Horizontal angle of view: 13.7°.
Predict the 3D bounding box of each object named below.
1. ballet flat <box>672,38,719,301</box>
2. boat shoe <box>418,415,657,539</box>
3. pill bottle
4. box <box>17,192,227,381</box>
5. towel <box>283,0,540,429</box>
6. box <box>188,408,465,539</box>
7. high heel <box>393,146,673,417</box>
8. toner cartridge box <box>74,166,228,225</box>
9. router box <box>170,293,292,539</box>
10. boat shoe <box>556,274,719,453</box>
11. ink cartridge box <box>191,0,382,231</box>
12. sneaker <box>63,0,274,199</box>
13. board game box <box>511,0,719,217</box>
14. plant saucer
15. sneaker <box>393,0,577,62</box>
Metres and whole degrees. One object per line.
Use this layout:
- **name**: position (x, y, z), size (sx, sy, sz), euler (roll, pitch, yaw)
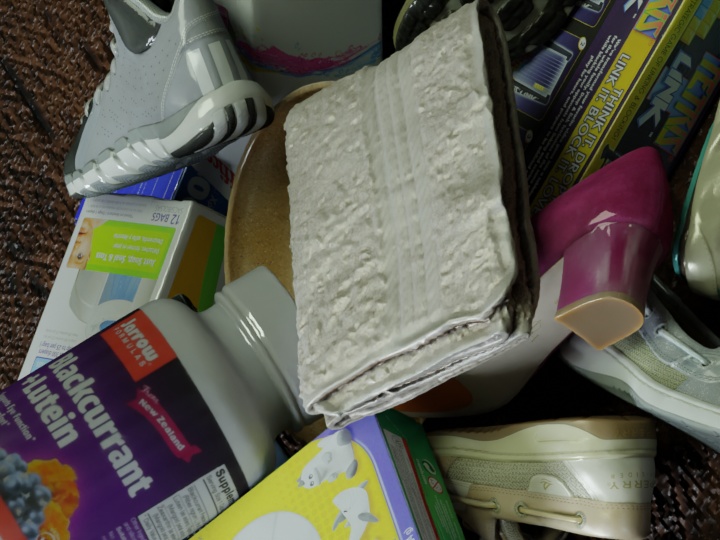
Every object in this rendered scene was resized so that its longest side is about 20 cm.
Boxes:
- **ballet flat**: position (0.202, -0.078, 1.454), size (0.069, 0.069, 0.201), euler (-6, 66, 47)
- **boat shoe**: position (0.074, 0.109, 1.475), size (0.200, 0.072, 0.065), euler (-11, 81, 55)
- **pill bottle**: position (-0.112, 0.083, 1.500), size (0.200, 0.112, 0.111), euler (-32, 38, -10)
- **box**: position (-0.122, 0.067, 1.700), size (0.112, 0.101, 0.201), euler (8, 74, 52)
- **towel**: position (0.021, -0.028, 1.460), size (0.132, 0.034, 0.200), euler (-28, 49, 27)
- **box**: position (-0.040, 0.165, 1.462), size (0.200, 0.048, 0.118), euler (-41, 45, 22)
- **high heel**: position (0.070, 0.007, 1.466), size (0.200, 0.067, 0.096), euler (-28, 37, 45)
- **toner cartridge box**: position (-0.098, -0.107, 1.826), size (0.095, 0.043, 0.200), euler (14, 80, 51)
- **router box**: position (-0.133, 0.129, 1.582), size (0.200, 0.062, 0.150), euler (-34, 80, -6)
- **boat shoe**: position (0.166, 0.047, 1.404), size (0.065, 0.074, 0.202), euler (-61, 29, -1)
- **ink cartridge box**: position (-0.053, -0.142, 1.678), size (0.145, 0.084, 0.201), euler (43, 142, 53)
- **sneaker**: position (-0.118, -0.112, 1.642), size (0.200, 0.075, 0.116), euler (-20, 90, 58)
- **board game box**: position (0.107, -0.100, 1.574), size (0.165, 0.057, 0.200), euler (35, 95, 50)
- **plant saucer**: position (0.000, 0.000, 1.581), size (0.200, 0.035, 0.201), euler (8, 100, 51)
- **sneaker**: position (0.086, -0.186, 1.561), size (0.200, 0.077, 0.089), euler (-50, 26, 7)
